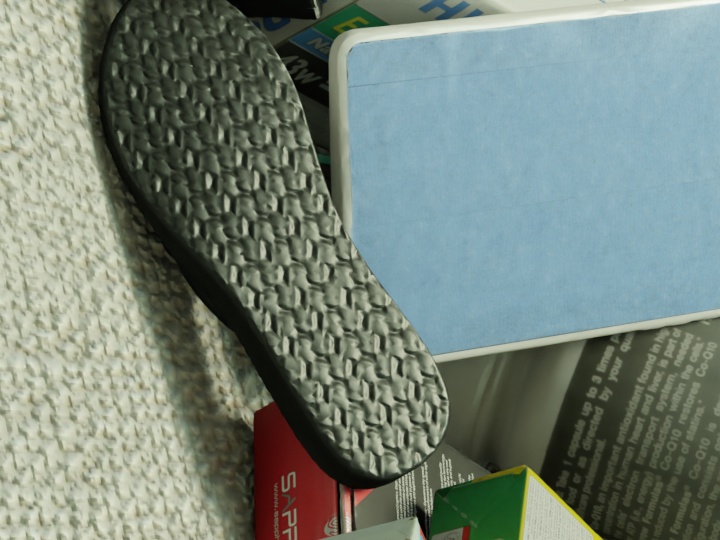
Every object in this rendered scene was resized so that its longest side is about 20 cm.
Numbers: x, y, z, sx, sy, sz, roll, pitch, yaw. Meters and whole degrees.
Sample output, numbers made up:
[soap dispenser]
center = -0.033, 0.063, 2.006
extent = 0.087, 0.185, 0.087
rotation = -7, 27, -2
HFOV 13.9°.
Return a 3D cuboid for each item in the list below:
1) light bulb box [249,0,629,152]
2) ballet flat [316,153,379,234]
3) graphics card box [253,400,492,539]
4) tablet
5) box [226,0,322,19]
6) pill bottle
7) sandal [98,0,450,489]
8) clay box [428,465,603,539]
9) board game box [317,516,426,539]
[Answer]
[light bulb box]
center = 0.034, -0.148, 1.227
extent = 0.198, 0.124, 0.201
rotation = 25, 50, -43
[ballet flat]
center = 0.000, 0.000, 1.199
extent = 0.200, 0.073, 0.074
rotation = 26, 51, -75
[graphics card box]
center = 0.035, 0.137, 1.137
extent = 0.200, 0.051, 0.126
rotation = 34, 44, -44
[tablet]
center = 0.078, -0.036, 1.139
extent = 0.014, 0.199, 0.131
rotation = 19, -66, 60
[box]
center = -0.049, -0.212, 1.081
extent = 0.141, 0.078, 0.201
rotation = 72, 20, -67
[pill bottle]
center = 0.128, 0.062, 1.219
extent = 0.114, 0.199, 0.115
rotation = 21, 90, -79
[sandal]
center = -0.041, -0.009, 1.075
extent = 0.075, 0.048, 0.201
rotation = -27, 89, -29
[clay box]
center = 0.093, 0.176, 1.111
extent = 0.200, 0.047, 0.115
rotation = 46, 40, -38
[board game box]
center = 0.002, 0.199, 0.964
extent = 0.103, 0.104, 0.201
rotation = -74, 143, -57
